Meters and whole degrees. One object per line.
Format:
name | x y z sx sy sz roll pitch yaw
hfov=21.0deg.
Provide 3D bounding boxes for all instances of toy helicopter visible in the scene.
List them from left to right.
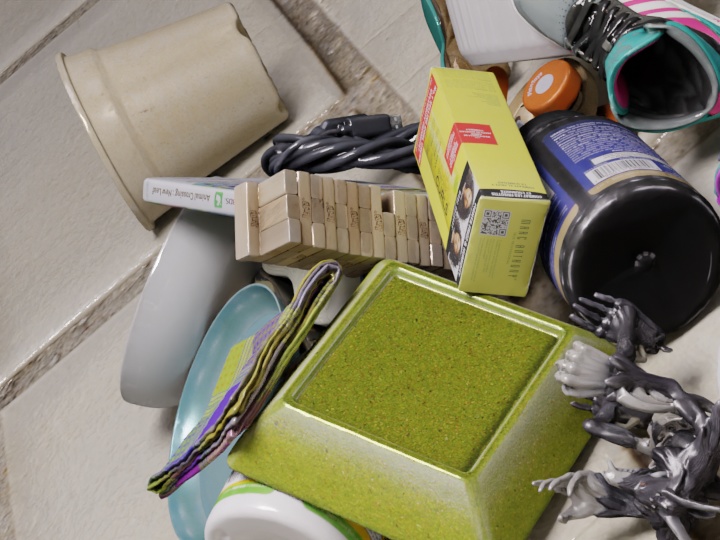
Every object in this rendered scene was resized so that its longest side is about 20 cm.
toy helicopter | 0.108 -0.082 1.512 0.200 0.079 0.132 -53 31 3

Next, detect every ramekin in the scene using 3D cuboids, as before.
ramekin | 0.161 -0.217 1.538 0.201 0.095 0.202 -7 5 1

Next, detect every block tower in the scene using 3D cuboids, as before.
block tower | 0.010 -0.026 1.358 0.058 0.199 0.054 -24 64 53

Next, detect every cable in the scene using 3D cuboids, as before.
cable | 0.013 -0.096 1.604 0.163 0.051 0.199 11 15 43

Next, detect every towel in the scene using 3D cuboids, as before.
towel | -0.080 0.075 1.307 0.144 0.023 0.200 -59 8 -28

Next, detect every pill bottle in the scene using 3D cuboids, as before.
pill bottle | -0.017 0.122 1.302 0.111 0.111 0.200 -17 33 41
pill bottle | 0.162 -0.040 1.314 0.112 0.112 0.200 -38 24 5

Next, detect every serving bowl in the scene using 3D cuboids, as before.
serving bowl | -0.125 0.027 1.589 0.200 0.066 0.201 22 -90 -82

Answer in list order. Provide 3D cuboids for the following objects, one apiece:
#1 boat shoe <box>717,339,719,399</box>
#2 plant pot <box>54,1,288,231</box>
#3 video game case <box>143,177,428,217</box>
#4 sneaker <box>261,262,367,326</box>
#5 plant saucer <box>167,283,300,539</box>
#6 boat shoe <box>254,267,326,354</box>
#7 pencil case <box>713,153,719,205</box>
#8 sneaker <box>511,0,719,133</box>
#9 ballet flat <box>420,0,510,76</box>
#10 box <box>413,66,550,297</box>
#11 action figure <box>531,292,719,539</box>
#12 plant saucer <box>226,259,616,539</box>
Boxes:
boat shoe | 0.268 0.021 1.122 0.066 0.072 0.200 -14 30 45
plant pot | -0.179 -0.170 1.951 0.183 0.201 0.201 -27 25 0
video game case | -0.037 -0.054 1.474 0.182 0.199 0.022 10 99 56
sneaker | 0.000 -0.001 1.476 0.200 0.111 0.077 -148 66 -70
plant saucer | -0.091 0.109 1.441 0.200 0.027 0.201 -44 37 47
boat shoe | -0.044 0.062 1.502 0.074 0.075 0.200 -66 19 10
pencil case | 0.290 -0.110 1.280 0.092 0.085 0.200 -12 36 36
sneaker | 0.184 -0.158 1.379 0.121 0.199 0.084 -38 -32 -60
ballet flat | 0.101 -0.210 1.751 0.072 0.068 0.200 -16 28 4
box | 0.079 -0.065 1.317 0.200 0.050 0.076 -102 20 -58
action figure | 0.151 0.096 1.106 0.200 0.101 0.119 -99 18 -66
plant saucer | 0.045 0.075 1.228 0.199 0.048 0.200 20 51 24
